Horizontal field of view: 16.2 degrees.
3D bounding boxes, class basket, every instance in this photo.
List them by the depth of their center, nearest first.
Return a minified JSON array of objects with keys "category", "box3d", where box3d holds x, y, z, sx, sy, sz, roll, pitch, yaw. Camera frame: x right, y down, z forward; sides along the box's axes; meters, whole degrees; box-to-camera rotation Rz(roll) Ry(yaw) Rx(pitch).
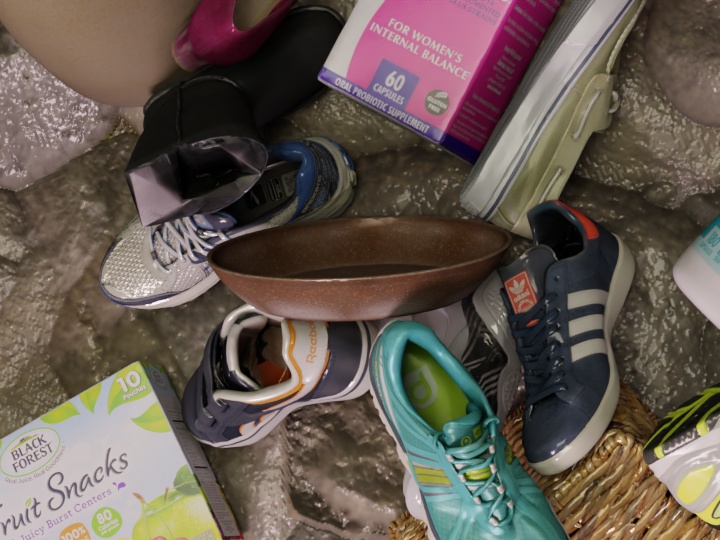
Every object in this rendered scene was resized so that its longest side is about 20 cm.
[{"category":"basket","box3d":[0.137,0.182,1.670,0.200,0.149,0.143,-44,108,9]}]

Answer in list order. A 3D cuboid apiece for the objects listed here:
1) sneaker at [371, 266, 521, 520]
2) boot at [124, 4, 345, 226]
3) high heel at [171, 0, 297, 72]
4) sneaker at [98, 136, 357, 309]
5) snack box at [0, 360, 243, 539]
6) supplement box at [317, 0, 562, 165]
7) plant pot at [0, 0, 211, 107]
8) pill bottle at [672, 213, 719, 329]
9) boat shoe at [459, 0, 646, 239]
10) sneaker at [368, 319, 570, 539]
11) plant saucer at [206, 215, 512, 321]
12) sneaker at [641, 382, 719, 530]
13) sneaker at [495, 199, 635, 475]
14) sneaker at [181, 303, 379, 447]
[{"category":"sneaker","box3d":[0.038,0.080,1.673,0.114,0.075,0.201,3,50,25]},{"category":"boot","box3d":[-0.078,-0.106,1.679,0.164,0.200,0.066,-32,102,7]},{"category":"high heel","box3d":[-0.050,-0.215,1.709,0.067,0.096,0.200,49,66,-12]},{"category":"sneaker","box3d":[-0.104,-0.039,1.748,0.199,0.085,0.077,-30,78,13]},{"category":"snack box","box3d":[-0.200,0.172,1.777,0.199,0.053,0.143,-30,76,12]},{"category":"supplement box","box3d":[0.071,-0.187,1.700,0.101,0.103,0.201,28,92,18]},{"category":"plant pot","box3d":[-0.188,-0.218,1.728,0.186,0.200,0.189,-1,86,16]},{"category":"pill bottle","box3d":[0.302,-0.034,1.612,0.111,0.111,0.200,44,98,15]},{"category":"boat shoe","box3d":[0.141,-0.115,1.699,0.062,0.072,0.201,31,99,-8]},{"category":"sneaker","box3d":[0.064,0.119,1.547,0.077,0.080,0.201,-31,79,-12]},{"category":"plant saucer","box3d":[0.000,0.000,1.643,0.199,0.200,0.037,1,103,17]},{"category":"sneaker","box3d":[0.269,0.088,1.529,0.199,0.075,0.077,-31,101,32]},{"category":"sneaker","box3d":[0.120,0.038,1.625,0.075,0.084,0.201,-29,33,35]},{"category":"sneaker","box3d":[-0.075,0.065,1.691,0.200,0.079,0.079,-25,60,47]}]
